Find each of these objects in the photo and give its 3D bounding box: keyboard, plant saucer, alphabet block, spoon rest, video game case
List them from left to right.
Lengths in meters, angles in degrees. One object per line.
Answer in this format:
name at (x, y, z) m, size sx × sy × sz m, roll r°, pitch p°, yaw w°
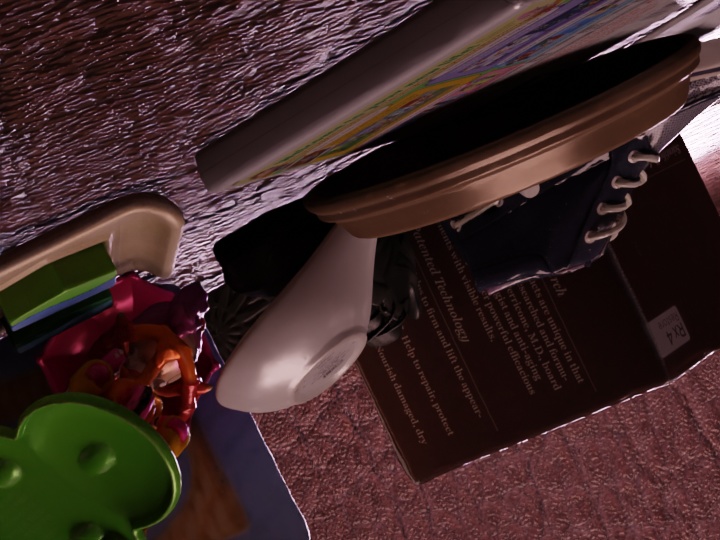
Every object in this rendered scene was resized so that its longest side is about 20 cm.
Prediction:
alphabet block at (-0.154, 0.159, 1.251) m, size 0.195 × 0.196 × 0.200 m, roll -19°, pitch 149°, yaw -15°
spoon rest at (0.000, 0.000, 1.118) m, size 0.200 × 0.061 × 0.099 m, roll -41°, pitch 163°, yaw -3°
video game case at (0.055, -0.092, 0.890) m, size 0.182 × 0.022 × 0.200 m, roll -19°, pitch 175°, yaw -43°
plant saucer at (0.069, -0.061, 1.013) m, size 0.200 × 0.029 × 0.200 m, roll -22°, pitch -172°, yaw 3°
keyboard at (0.185, -0.137, 1.099) m, size 0.056 × 0.011 × 0.200 m, roll -14°, pitch 171°, yaw -32°

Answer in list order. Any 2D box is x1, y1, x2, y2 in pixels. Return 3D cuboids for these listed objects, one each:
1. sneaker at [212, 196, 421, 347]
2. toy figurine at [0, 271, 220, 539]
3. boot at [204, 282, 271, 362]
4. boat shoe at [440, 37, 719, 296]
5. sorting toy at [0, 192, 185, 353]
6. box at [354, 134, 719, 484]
sneaker at (-0.011, 0.002, 1.207) m, size 0.076 × 0.091 × 0.200 m, roll -23°, pitch 175°, yaw 25°
toy figurine at (-0.129, 0.065, 1.099) m, size 0.200 × 0.150 × 0.184 m, roll -43°, pitch -166°, yaw 41°
boot at (-0.113, 0.049, 1.467) m, size 0.182 × 0.073 × 0.200 m, roll -20°, pitch -179°, yaw -16°
boat shoe at (0.134, -0.054, 1.172) m, size 0.200 × 0.093 × 0.075 m, roll -21°, pitch 172°, yaw 15°
sorting toy at (-0.177, 0.025, 0.999) m, size 0.200 × 0.036 × 0.185 m, roll -22°, pitch 175°, yaw -9°
box at (0.110, 0.009, 1.354) m, size 0.200 × 0.164 × 0.166 m, roll -26°, pitch 179°, yaw 32°
